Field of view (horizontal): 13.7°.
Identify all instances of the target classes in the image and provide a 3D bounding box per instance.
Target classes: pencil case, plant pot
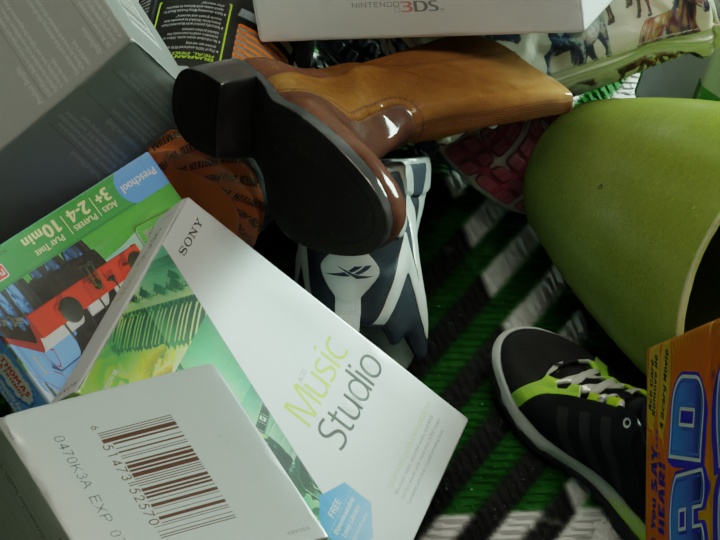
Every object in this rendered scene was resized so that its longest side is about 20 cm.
[{"bbox_3d":[0.116,-0.135,1.770,0.199,0.078,0.090,-19,58,-13],"label":"pencil case"},{"bbox_3d":[0.188,-0.022,1.720,0.186,0.188,0.200,-16,30,-32],"label":"plant pot"}]

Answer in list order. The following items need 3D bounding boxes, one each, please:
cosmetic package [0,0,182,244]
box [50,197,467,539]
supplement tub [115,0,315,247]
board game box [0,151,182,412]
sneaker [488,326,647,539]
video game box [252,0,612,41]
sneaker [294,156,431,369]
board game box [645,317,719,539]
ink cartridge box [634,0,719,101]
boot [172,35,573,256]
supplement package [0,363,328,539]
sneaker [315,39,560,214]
[{"bbox_3d":[-0.200,-0.077,1.630,0.200,0.090,0.107,-39,55,8],"label":"cosmetic package"},{"bbox_3d":[-0.049,0.075,1.555,0.200,0.036,0.145,37,50,-13],"label":"box"},{"bbox_3d":[-0.093,-0.095,1.733,0.122,0.123,0.201,13,41,-4],"label":"supplement tub"},{"bbox_3d":[-0.109,0.055,1.570,0.151,0.037,0.200,-36,91,-42],"label":"board game box"},{"bbox_3d":[0.152,0.084,1.649,0.071,0.083,0.200,-22,54,-35],"label":"sneaker"},{"bbox_3d":[0.062,-0.182,1.726,0.199,0.047,0.182,0,21,24],"label":"video game box"},{"bbox_3d":[0.000,0.000,1.704,0.079,0.130,0.199,3,4,-2],"label":"sneaker"},{"bbox_3d":[0.266,0.129,1.493,0.199,0.200,0.201,4,79,-14],"label":"board game box"},{"bbox_3d":[0.292,-0.138,1.888,0.199,0.147,0.083,1,43,-19],"label":"ink cartridge box"},{"bbox_3d":[0.028,-0.070,1.594,0.199,0.069,0.188,-9,22,-33],"label":"boot"},{"bbox_3d":[-0.110,0.162,1.392,0.117,0.201,0.117,-14,50,-30],"label":"supplement package"},{"bbox_3d":[0.054,-0.109,1.838,0.200,0.075,0.081,42,79,10],"label":"sneaker"}]
